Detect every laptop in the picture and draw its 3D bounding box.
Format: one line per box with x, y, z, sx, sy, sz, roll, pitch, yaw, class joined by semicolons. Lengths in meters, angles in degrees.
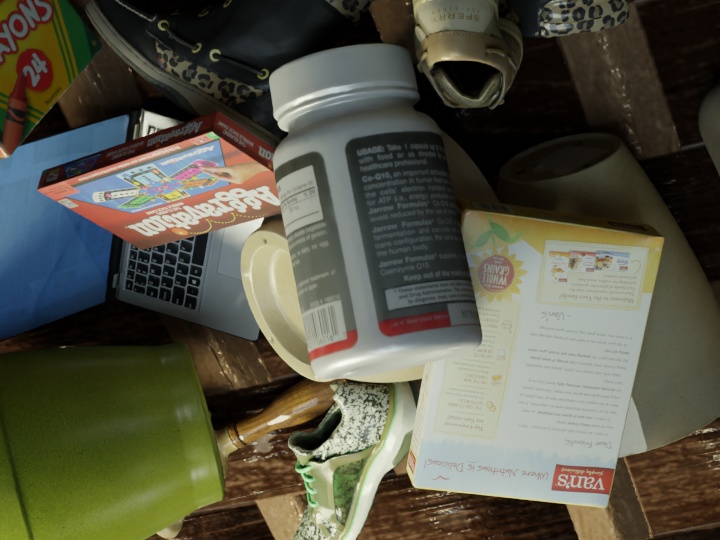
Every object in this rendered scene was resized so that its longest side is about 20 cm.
-0.171;-0.015;1.417;0.199;0.116;0.188;17;127;4;laptop

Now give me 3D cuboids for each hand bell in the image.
-0.098;0.134;1.551;0.199;0.104;0.104;-29;118;11;hand bell

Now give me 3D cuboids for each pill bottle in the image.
0.006;-0.038;1.199;0.113;0.114;0.201;-13;82;17;pill bottle

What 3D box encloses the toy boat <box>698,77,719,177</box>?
0.339;-0.072;1.323;0.130;0.131;0.200;-34;119;-5;toy boat

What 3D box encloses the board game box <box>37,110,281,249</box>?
-0.129;-0.059;1.299;0.103;0.020;0.200;31;151;-36;board game box

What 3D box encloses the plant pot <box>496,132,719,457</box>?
0.173;0.007;1.366;0.187;0.187;0.201;-11;110;15;plant pot

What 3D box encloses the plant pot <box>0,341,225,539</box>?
-0.211;0.142;1.443;0.192;0.201;0.201;-14;125;-9;plant pot

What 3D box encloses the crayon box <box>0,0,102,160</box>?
-0.287;-0.190;1.301;0.051;0.127;0.200;-8;129;46;crayon box

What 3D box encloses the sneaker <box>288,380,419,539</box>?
-0.027;0.159;1.544;0.088;0.077;0.200;18;119;-19;sneaker

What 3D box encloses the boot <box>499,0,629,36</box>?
0.095;-0.237;1.245;0.199;0.073;0.151;-1;126;5;boot

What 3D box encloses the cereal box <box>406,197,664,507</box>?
0.118;0.059;1.268;0.143;0.040;0.201;8;104;-10;cereal box

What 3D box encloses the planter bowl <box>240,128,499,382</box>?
0.000;0.000;1.334;0.200;0.134;0.201;36;141;35;planter bowl

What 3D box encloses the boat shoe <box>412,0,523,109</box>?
0.066;-0.136;1.207;0.071;0.065;0.200;-3;169;12;boat shoe

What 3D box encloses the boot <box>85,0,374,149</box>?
-0.090;-0.183;1.304;0.151;0.200;0.073;-53;148;4;boot
